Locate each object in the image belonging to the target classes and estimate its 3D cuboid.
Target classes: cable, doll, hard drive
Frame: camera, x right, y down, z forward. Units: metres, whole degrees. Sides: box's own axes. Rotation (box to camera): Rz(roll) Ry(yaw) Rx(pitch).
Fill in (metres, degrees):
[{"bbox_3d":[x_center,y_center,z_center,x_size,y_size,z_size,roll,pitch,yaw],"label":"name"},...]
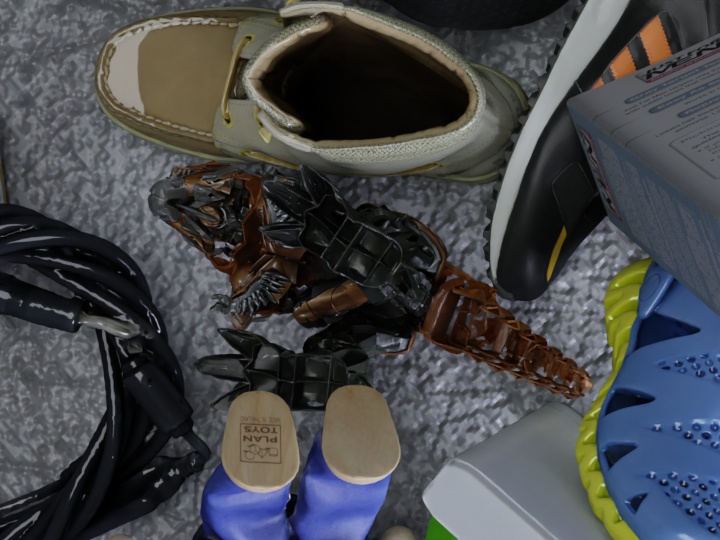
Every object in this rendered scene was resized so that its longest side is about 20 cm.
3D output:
[{"bbox_3d":[-0.175,0.061,1.072,0.199,0.051,0.163,-23,111,20],"label":"cable"},{"bbox_3d":[-0.040,0.117,1.010,0.136,0.200,0.049,-3,57,-11],"label":"doll"},{"bbox_3d":[0.102,0.111,0.964,0.132,0.200,0.027,41,103,10],"label":"hard drive"}]

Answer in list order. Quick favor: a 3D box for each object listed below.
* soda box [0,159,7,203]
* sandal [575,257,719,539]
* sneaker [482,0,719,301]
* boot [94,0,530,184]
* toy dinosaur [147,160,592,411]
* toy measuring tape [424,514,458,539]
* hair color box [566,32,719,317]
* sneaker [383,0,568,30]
[{"bbox_3d":[-0.265,-0.025,1.112,0.199,0.064,0.068,-10,87,11],"label":"soda box"},{"bbox_3d":[0.138,0.043,0.961,0.079,0.200,0.087,27,128,-17],"label":"sandal"},{"bbox_3d":[0.125,-0.068,1.033,0.090,0.070,0.201,26,91,13],"label":"sneaker"},{"bbox_3d":[-0.034,-0.079,1.021,0.199,0.155,0.072,10,91,11],"label":"boot"},{"bbox_3d":[0.000,0.000,1.021,0.199,0.136,0.103,3,98,19],"label":"toy dinosaur"},{"bbox_3d":[0.047,0.178,1.051,0.073,0.074,0.201,18,108,11],"label":"toy measuring tape"},{"bbox_3d":[0.156,-0.039,0.916,0.099,0.200,0.061,-24,109,-3],"label":"hair color box"},{"bbox_3d":[-0.004,-0.168,1.008,0.201,0.067,0.108,6,52,-25],"label":"sneaker"}]
